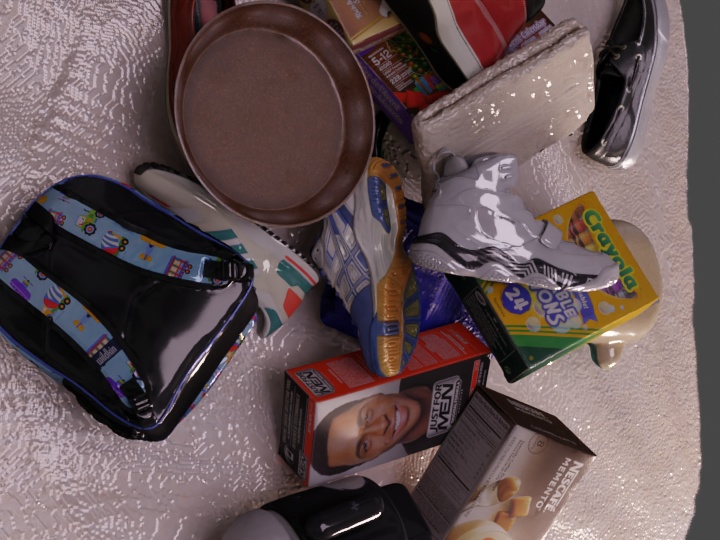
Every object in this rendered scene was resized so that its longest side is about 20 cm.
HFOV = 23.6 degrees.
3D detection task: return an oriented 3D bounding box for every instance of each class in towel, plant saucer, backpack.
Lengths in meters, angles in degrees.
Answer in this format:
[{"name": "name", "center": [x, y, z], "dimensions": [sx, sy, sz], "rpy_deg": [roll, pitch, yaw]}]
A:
[{"name": "towel", "center": [0.134, -0.145, 1.606], "dimensions": [0.199, 0.035, 0.133], "rpy_deg": [-32, 146, -13]}, {"name": "plant saucer", "center": [-0.080, -0.136, 1.520], "dimensions": [0.199, 0.034, 0.202], "rpy_deg": [3, 84, -30]}, {"name": "towel", "center": [0.068, 0.016, 1.674], "dimensions": [0.199, 0.049, 0.149], "rpy_deg": [21, 94, -32]}, {"name": "backpack", "center": [-0.206, 0.027, 1.454], "dimensions": [0.199, 0.135, 0.183], "rpy_deg": [32, 79, 8]}]

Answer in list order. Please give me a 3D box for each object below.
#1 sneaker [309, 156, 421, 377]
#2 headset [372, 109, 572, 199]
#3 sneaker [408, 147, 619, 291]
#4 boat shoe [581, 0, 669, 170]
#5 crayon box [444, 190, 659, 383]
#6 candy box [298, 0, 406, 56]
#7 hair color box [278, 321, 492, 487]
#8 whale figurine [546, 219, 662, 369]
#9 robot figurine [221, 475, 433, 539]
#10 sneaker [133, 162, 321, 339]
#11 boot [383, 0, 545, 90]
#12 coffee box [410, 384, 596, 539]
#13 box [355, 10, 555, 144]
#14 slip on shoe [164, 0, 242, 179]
[{"name": "sneaker", "center": [0.000, 0.000, 1.585], "dimensions": [0.075, 0.088, 0.202], "rpy_deg": [8, 76, -63]}, {"name": "headset", "center": [0.106, -0.122, 1.692], "dimensions": [0.199, 0.094, 0.124], "rpy_deg": [-12, 97, -22]}, {"name": "sneaker", "center": [0.148, -0.046, 1.569], "dimensions": [0.198, 0.075, 0.116], "rpy_deg": [8, 94, -11]}, {"name": "boat shoe", "center": [0.279, -0.208, 1.826], "dimensions": [0.056, 0.068, 0.202], "rpy_deg": [13, 85, -33]}, {"name": "crayon box", "center": [0.196, 0.008, 1.658], "dimensions": [0.199, 0.052, 0.126], "rpy_deg": [-25, 79, -28]}, {"name": "candy box", "center": [-0.019, -0.307, 1.598], "dimensions": [0.115, 0.055, 0.201], "rpy_deg": [-28, 89, -28]}, {"name": "hair color box", "center": [0.024, 0.125, 1.628], "dimensions": [0.199, 0.061, 0.102], "rpy_deg": [-15, 127, -29]}, {"name": "whale figurine", "center": [0.220, 0.027, 1.755], "dimensions": [0.199, 0.103, 0.160], "rpy_deg": [-30, 108, -39]}, {"name": "robot figurine", "center": [-0.033, 0.261, 1.565], "dimensions": [0.199, 0.125, 0.151], "rpy_deg": [-14, 110, -32]}, {"name": "sneaker", "center": [-0.133, -0.014, 1.545], "dimensions": [0.199, 0.070, 0.094], "rpy_deg": [36, 85, -23]}, {"name": "boot", "center": [0.096, -0.273, 1.560], "dimensions": [0.145, 0.072, 0.200], "rpy_deg": [-52, 137, -13]}, {"name": "coffee box", "center": [0.120, 0.226, 1.662], "dimensions": [0.114, 0.080, 0.201], "rpy_deg": [24, 103, -35]}, {"name": "box", "center": [0.078, -0.227, 1.669], "dimensions": [0.200, 0.039, 0.137], "rpy_deg": [-36, 78, -29]}, {"name": "slip on shoe", "center": [-0.135, -0.174, 1.549], "dimensions": [0.074, 0.061, 0.202], "rpy_deg": [-7, 95, -35]}]
